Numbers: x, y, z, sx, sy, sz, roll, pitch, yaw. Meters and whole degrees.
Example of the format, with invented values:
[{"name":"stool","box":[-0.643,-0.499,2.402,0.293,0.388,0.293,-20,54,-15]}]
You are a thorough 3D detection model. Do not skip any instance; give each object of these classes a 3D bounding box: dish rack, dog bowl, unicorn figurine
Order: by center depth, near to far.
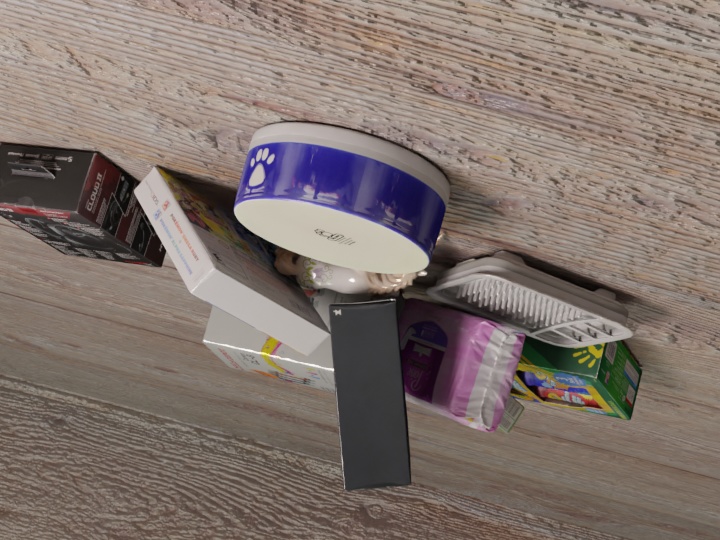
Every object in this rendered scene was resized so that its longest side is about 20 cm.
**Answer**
[{"name":"dog bowl","box":[-0.018,-0.067,1.505,0.200,0.079,0.200,14,165,4]},{"name":"dish rack","box":[0.189,0.030,1.725,0.200,0.044,0.172,20,166,-18]},{"name":"unicorn figurine","box":[0.000,0.000,1.727,0.200,0.074,0.137,-7,-175,5]}]

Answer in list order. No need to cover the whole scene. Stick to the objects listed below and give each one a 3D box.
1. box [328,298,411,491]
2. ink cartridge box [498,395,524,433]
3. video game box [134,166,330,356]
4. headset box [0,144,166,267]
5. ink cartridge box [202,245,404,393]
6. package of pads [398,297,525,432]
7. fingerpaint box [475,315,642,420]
[{"name":"box","box":[0.010,0.133,1.712,0.079,0.200,0.141,-5,179,2]},{"name":"ink cartridge box","box":[0.101,0.120,1.988,0.200,0.048,0.146,31,174,37]},{"name":"video game box","box":[-0.141,-0.009,1.709,0.200,0.047,0.182,33,-161,-46]},{"name":"headset box","box":[-0.328,-0.077,1.788,0.149,0.077,0.200,7,162,28]},{"name":"ink cartridge box","box":[-0.067,0.058,1.887,0.200,0.145,0.145,13,166,13]},{"name":"package of pads","box":[0.104,0.107,1.806,0.076,0.121,0.200,21,177,-26]},{"name":"fingerpaint box","box":[0.242,0.115,1.926,0.167,0.073,0.200,10,164,24]}]
